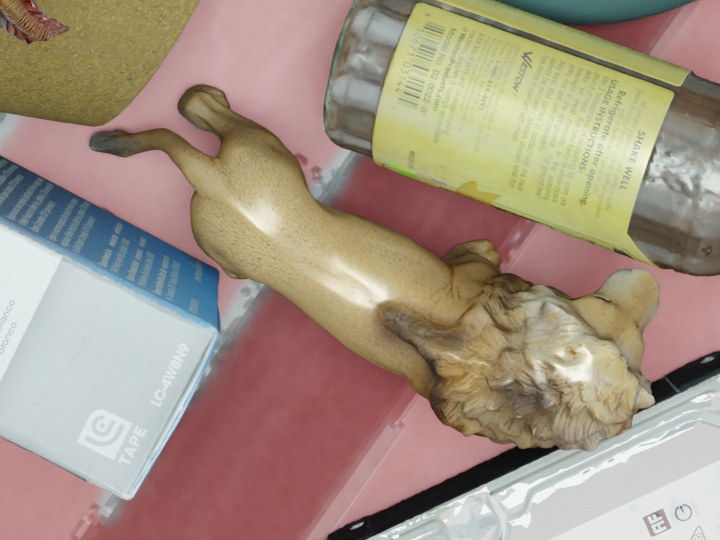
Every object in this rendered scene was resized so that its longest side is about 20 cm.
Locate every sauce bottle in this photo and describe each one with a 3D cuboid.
[{"bbox_3d":[0.087,-0.036,0.858,0.199,0.065,0.065,22,96,12],"label":"sauce bottle"}]

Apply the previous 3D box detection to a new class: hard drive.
[{"bbox_3d":[0.082,0.127,0.947,0.199,0.038,0.140,-24,97,2],"label":"hard drive"}]

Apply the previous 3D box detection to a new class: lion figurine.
[{"bbox_3d":[0.000,0.000,0.883,0.199,0.123,0.073,21,96,-4],"label":"lion figurine"}]

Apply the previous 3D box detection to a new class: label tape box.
[{"bbox_3d":[-0.145,-0.009,0.864,0.199,0.143,0.066,26,95,-6],"label":"label tape box"}]

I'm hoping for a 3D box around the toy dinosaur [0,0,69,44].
[{"bbox_3d":[-0.102,-0.202,0.745,0.104,0.182,0.201,13,129,-7],"label":"toy dinosaur"}]

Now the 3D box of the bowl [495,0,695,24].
[{"bbox_3d":[0.098,-0.170,0.845,0.200,0.105,0.202,-5,105,-19],"label":"bowl"}]

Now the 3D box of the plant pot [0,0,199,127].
[{"bbox_3d":[-0.145,-0.134,0.844,0.199,0.186,0.187,29,95,-18],"label":"plant pot"}]
